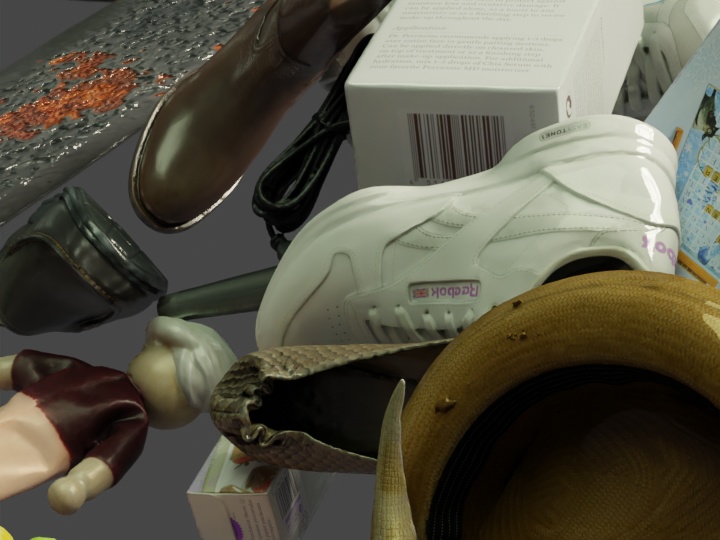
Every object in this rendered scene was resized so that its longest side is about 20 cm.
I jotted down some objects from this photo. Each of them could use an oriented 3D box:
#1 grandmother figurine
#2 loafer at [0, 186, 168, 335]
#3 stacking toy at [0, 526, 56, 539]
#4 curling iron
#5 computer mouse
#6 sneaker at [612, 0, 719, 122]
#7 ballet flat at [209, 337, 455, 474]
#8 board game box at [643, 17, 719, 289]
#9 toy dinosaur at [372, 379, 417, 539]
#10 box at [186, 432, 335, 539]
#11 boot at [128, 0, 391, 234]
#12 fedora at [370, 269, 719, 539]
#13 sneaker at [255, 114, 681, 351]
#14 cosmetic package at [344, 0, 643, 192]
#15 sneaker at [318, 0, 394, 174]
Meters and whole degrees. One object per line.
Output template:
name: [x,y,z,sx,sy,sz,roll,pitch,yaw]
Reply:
grandmother figurine: [-0.145,0.074,0.942,0.199,0.061,0.121,-22,48,-24]
loafer: [-0.147,0.006,1.026,0.072,0.073,0.200,-44,8,-11]
stacking toy: [-0.122,0.139,0.779,0.198,0.117,0.110,-1,23,-8]
curling iron: [0.000,0.000,0.963,0.198,0.026,0.050,-15,5,10]
computer mouse: [0.023,-0.038,1.039,0.200,0.046,0.141,37,89,39]
sneaker: [0.157,-0.108,1.111,0.080,0.077,0.200,-20,8,-12]
ballet flat: [0.028,0.052,0.805,0.198,0.068,0.046,-1,-1,26]
board game box: [0.151,0.000,0.834,0.200,0.041,0.200,-54,26,12]
toy dinosaur: [0.010,0.147,0.695,0.100,0.058,0.201,-23,54,13]
box: [-0.023,0.058,0.931,0.038,0.042,0.200,-2,30,20]
boot: [-0.040,-0.115,1.104,0.187,0.064,0.200,-58,14,-22]
fedora: [0.097,0.097,0.716,0.199,0.203,0.081,12,-3,40]
sneaker: [0.040,0.008,0.853,0.199,0.075,0.100,-24,46,23]
cosmetic package: [0.069,-0.104,0.982,0.100,0.072,0.200,4,34,18]
sneaker: [0.036,-0.073,1.139,0.088,0.075,0.200,-43,41,10]
